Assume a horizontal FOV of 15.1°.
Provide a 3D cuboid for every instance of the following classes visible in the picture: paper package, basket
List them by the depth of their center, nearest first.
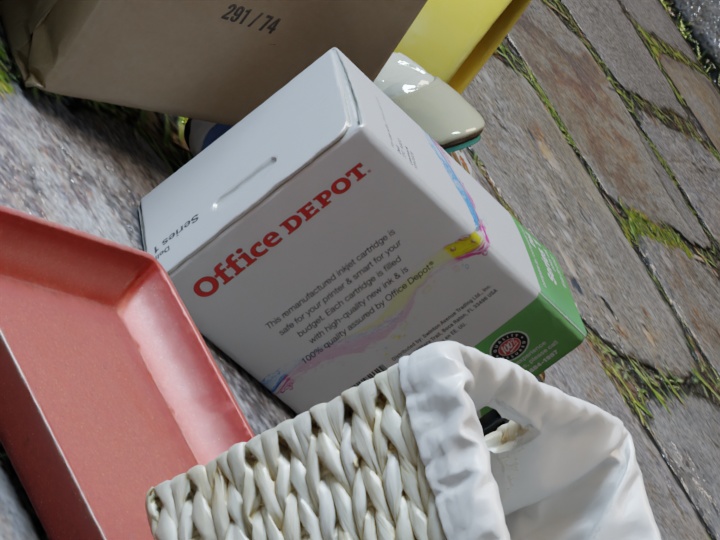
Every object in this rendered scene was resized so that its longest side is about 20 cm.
[{"bbox_3d":[0.034,0.158,1.122,0.198,0.161,0.200,26,47,-60],"label":"basket"},{"bbox_3d":[-0.066,-0.177,1.452,0.200,0.191,0.104,9,39,-39],"label":"paper package"}]

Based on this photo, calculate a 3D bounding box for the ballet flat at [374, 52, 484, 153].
[{"bbox_3d":[0.002,-0.104,1.665,0.069,0.070,0.200,46,-22,-25],"label":"ballet flat"}]

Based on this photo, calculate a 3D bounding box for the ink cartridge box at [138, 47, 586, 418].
[{"bbox_3d":[0.000,0.000,1.449,0.200,0.145,0.084,42,19,-33],"label":"ink cartridge box"}]

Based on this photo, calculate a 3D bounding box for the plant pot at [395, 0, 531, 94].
[{"bbox_3d":[0.008,-0.202,1.836,0.189,0.201,0.201,38,16,2],"label":"plant pot"}]

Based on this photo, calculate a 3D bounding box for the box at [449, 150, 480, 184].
[{"bbox_3d":[0.038,-0.044,1.612,0.039,0.041,0.200,61,11,-6],"label":"box"}]

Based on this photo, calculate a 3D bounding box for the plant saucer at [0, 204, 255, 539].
[{"bbox_3d":[-0.109,0.067,1.206,0.200,0.037,0.200,60,17,22],"label":"plant saucer"}]

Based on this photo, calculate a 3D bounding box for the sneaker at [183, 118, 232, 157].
[{"bbox_3d":[-0.025,-0.041,1.587,0.200,0.076,0.077,37,18,-41],"label":"sneaker"}]

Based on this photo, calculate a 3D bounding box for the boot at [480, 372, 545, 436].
[{"bbox_3d":[0.089,0.102,1.628,0.200,0.077,0.138,16,45,-63],"label":"boot"}]
